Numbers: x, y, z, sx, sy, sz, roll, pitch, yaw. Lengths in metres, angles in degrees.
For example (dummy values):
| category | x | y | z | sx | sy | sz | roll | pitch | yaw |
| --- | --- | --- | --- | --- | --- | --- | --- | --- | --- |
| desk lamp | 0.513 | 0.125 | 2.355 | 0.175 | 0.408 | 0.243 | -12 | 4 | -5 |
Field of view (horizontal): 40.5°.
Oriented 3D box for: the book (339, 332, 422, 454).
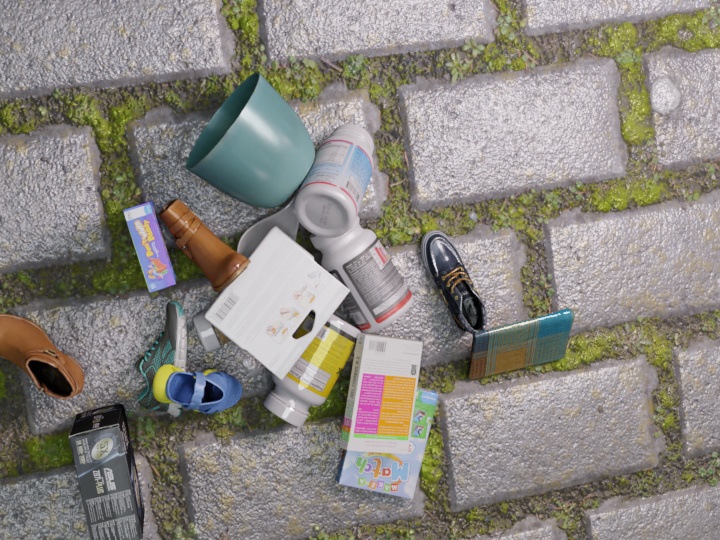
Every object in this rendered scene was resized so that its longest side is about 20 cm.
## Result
| category | x | y | z | sx | sy | sz | roll | pitch | yaw |
| --- | --- | --- | --- | --- | --- | --- | --- | --- | --- |
| book | 0.038 | 0.220 | 1.738 | 0.132 | 0.048 | 0.204 | 10 | 91 | -37 |

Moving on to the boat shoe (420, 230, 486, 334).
| category | x | y | z | sx | sy | sz | roll | pitch | yaw |
| --- | --- | --- | --- | --- | --- | --- | --- | --- | --- |
| boat shoe | 0.177 | 0.021 | 1.791 | 0.070 | 0.091 | 0.203 | -26 | 99 | -9 |

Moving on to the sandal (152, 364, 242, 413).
| category | x | y | z | sx | sy | sz | roll | pitch | yaw |
| --- | --- | --- | --- | --- | --- | --- | --- | --- | --- |
| sandal | -0.264 | 0.210 | 1.673 | 0.086 | 0.199 | 0.081 | 9 | 88 | 31 |

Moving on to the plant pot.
| category | x | y | z | sx | sy | sz | roll | pitch | yaw |
| --- | --- | --- | --- | --- | --- | --- | --- | --- | --- |
| plant pot | -0.174 | -0.204 | 1.654 | 0.160 | 0.200 | 0.202 | 37 | 86 | -22 |

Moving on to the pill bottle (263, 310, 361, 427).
| category | x | y | z | sx | sy | sz | roll | pitch | yaw |
| --- | --- | --- | --- | --- | --- | --- | --- | --- | --- |
| pill bottle | -0.090 | 0.169 | 1.736 | 0.110 | 0.111 | 0.202 | 30 | 88 | -12 |

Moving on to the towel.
| category | x | y | z | sx | sy | sz | roll | pitch | yaw |
| --- | --- | --- | --- | --- | --- | --- | --- | --- | --- |
| towel | 0.297 | 0.137 | 1.817 | 0.196 | 0.022 | 0.148 | -12 | 140 | -10 |

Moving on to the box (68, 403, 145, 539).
| category | x | y | z | sx | sy | sz | roll | pitch | yaw |
| --- | --- | --- | --- | --- | --- | --- | --- | --- | --- |
| box | -0.426 | 0.346 | 1.651 | 0.084 | 0.164 | 0.204 | -11 | 96 | -10 |

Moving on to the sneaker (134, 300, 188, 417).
| category | x | y | z | sx | sy | sz | roll | pitch | yaw |
| --- | --- | --- | --- | --- | --- | --- | --- | --- | --- |
| sneaker | -0.347 | 0.153 | 1.701 | 0.089 | 0.078 | 0.205 | 4 | 92 | -8 |

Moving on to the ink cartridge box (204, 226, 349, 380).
| category | x | y | z | sx | sy | sz | roll | pitch | yaw |
| --- | --- | --- | --- | --- | --- | --- | --- | --- | --- |
| ink cartridge box | -0.143 | 0.056 | 1.681 | 0.173 | 0.044 | 0.201 | 39 | 81 | -4 |

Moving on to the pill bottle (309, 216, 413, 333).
| category | x | y | z | sx | sy | sz | roll | pitch | yaw |
| --- | --- | --- | --- | --- | --- | --- | --- | --- | --- |
| pill bottle | 0.000 | 0.000 | 1.739 | 0.115 | 0.116 | 0.202 | -33 | 100 | -7 |

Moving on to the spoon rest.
| category | x | y | z | sx | sy | sz | roll | pitch | yaw |
| --- | --- | --- | --- | --- | --- | --- | --- | --- | --- |
| spoon rest | -0.143 | -0.076 | 1.732 | 0.099 | 0.061 | 0.202 | 33 | 86 | -12 |

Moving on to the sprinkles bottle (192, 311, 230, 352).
| category | x | y | z | sx | sy | sz | roll | pitch | yaw |
| --- | --- | --- | --- | --- | --- | --- | --- | --- | --- |
| sprinkles bottle | -0.195 | 0.074 | 1.728 | 0.197 | 0.068 | 0.069 | -24 | 99 | -10 |

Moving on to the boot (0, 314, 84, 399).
| category | x | y | z | sx | sy | sz | roll | pitch | yaw |
| --- | --- | --- | --- | --- | --- | --- | --- | --- | --- |
| boot | -0.546 | 0.146 | 1.607 | 0.199 | 0.155 | 0.077 | 40 | 86 | -12 |

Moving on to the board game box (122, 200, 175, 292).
| category | x | y | z | sx | sy | sz | roll | pitch | yaw |
| --- | --- | --- | --- | --- | --- | --- | --- | --- | --- |
| board game box | -0.348 | -0.044 | 1.619 | 0.044 | 0.200 | 0.137 | -18 | 97 | -9 |

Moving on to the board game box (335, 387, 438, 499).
| category | x | y | z | sx | sy | sz | roll | pitch | yaw |
| --- | --- | --- | --- | --- | --- | --- | --- | --- | --- |
| board game box | 0.050 | 0.309 | 1.814 | 0.148 | 0.037 | 0.204 | 14 | 92 | -13 |

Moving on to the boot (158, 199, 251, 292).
| category | x | y | z | sx | sy | sz | roll | pitch | yaw |
| --- | --- | --- | --- | --- | --- | --- | --- | --- | --- |
| boot | -0.264 | -0.052 | 1.636 | 0.076 | 0.200 | 0.156 | -40 | 109 | -9 |

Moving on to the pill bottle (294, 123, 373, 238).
| category | x | y | z | sx | sy | sz | roll | pitch | yaw |
| --- | --- | --- | --- | --- | --- | --- | --- | --- | --- |
| pill bottle | -0.038 | -0.160 | 1.679 | 0.108 | 0.109 | 0.202 | 32 | 45 | -12 |
